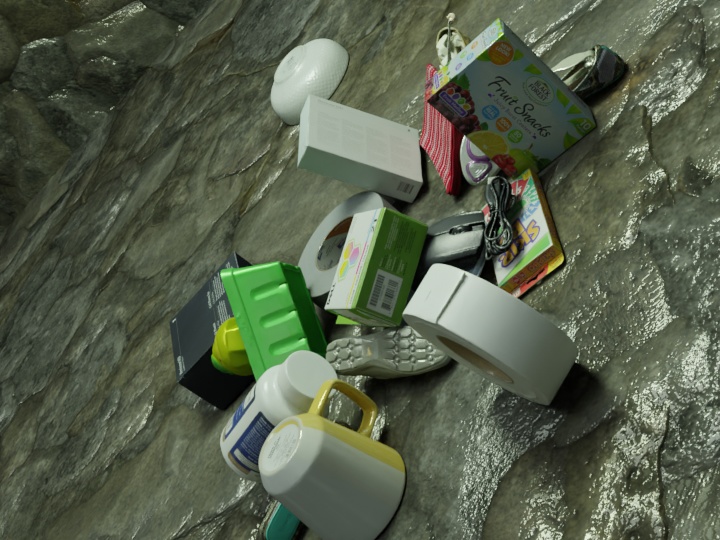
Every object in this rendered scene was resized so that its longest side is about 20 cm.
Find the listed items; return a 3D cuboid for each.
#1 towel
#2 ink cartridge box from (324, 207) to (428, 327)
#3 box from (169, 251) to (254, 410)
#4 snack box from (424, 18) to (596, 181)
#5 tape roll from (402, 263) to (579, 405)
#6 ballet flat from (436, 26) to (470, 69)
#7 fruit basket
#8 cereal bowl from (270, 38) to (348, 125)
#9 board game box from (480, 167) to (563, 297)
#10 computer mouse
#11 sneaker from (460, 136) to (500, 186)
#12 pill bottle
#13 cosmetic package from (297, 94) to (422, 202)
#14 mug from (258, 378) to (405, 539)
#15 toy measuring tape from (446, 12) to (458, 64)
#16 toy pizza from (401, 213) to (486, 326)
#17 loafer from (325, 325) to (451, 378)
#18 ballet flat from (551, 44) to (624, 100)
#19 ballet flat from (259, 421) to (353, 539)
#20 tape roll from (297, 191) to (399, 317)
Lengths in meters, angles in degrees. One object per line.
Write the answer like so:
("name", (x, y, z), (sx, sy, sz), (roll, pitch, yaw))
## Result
("towel", (0.126, -0.221, 1.803), (0.200, 0.022, 0.145), (-110, 19, -57))
("ink cartridge box", (0.000, 0.000, 1.636), (0.200, 0.075, 0.149), (-6, 65, 63))
("box", (-0.227, 0.102, 1.987), (0.182, 0.104, 0.200), (-45, 29, 13))
("snack box", (0.206, -0.228, 1.592), (0.142, 0.200, 0.053), (-40, 29, 24))
("tape roll", (0.149, 0.074, 1.336), (0.071, 0.202, 0.202), (-57, 28, -8))
("ballet flat", (0.160, -0.350, 1.947), (0.071, 0.071, 0.201), (-39, 31, 24))
("fruit basket", (-0.164, 0.101, 1.783), (0.214, 0.155, 0.217), (-2, 84, 19))
("cereal bowl", (-0.121, -0.409, 2.430), (0.200, 0.083, 0.201), (-38, 32, 29))
("board game box", (0.216, -0.050, 1.562), (0.095, 0.030, 0.201), (-41, 32, 24))
("computer mouse", (0.124, -0.044, 1.589), (0.200, 0.053, 0.139), (-36, 33, 35))
("sneaker", (0.201, -0.211, 1.732), (0.074, 0.100, 0.201), (13, 73, 13))
("pill bottle", (-0.112, 0.204, 1.634), (0.200, 0.111, 0.111), (-53, 22, 39))
("cosmetic package", (0.000, -0.199, 1.879), (0.151, 0.199, 0.052), (-89, 21, -48))
("mug", (-0.049, 0.249, 1.493), (0.149, 0.153, 0.187), (-43, 29, 19))
("toy measuring tape", (0.168, -0.310, 1.845), (0.073, 0.073, 0.201), (-1, 86, 57))
("toy pizza", (0.115, 0.008, 1.640), (0.200, 0.032, 0.201), (-40, 30, 29))
("loafer", (0.045, 0.114, 1.593), (0.199, 0.070, 0.070), (-4, 80, 35))
("ballet flat", (0.280, -0.254, 1.651), (0.200, 0.072, 0.072), (-38, 31, 27))
("ballet flat", (-0.081, 0.291, 1.598), (0.201, 0.068, 0.075), (-58, 12, -5))
("tape roll", (-0.013, -0.026, 1.845), (0.200, 0.066, 0.201), (-36, 32, 28))
